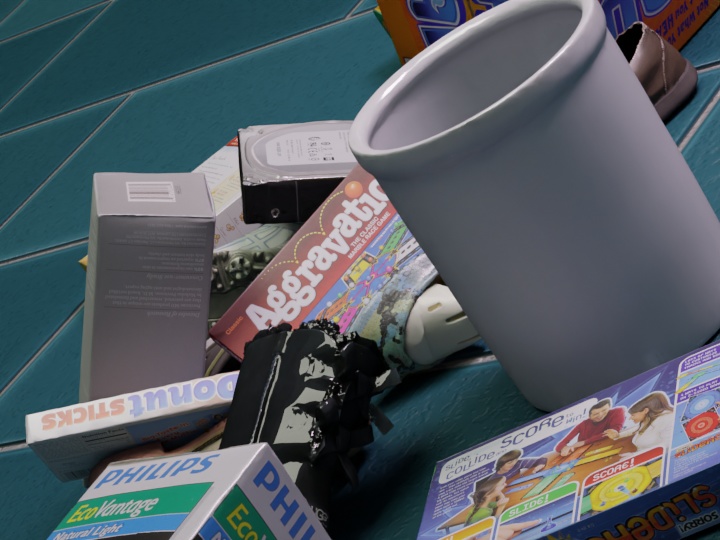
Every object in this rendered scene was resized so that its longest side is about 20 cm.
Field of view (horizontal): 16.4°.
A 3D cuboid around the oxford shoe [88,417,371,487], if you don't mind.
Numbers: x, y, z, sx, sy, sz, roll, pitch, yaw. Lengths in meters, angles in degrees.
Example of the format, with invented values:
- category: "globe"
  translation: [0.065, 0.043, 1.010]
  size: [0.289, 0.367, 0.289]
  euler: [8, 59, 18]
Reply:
- category: "oxford shoe"
  translation: [-0.081, 0.141, 1.610]
  size: [0.199, 0.071, 0.074]
  euler: [-21, 54, 21]

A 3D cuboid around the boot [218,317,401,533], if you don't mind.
- category: "boot"
  translation: [-0.075, 0.115, 1.538]
  size: [0.198, 0.073, 0.163]
  euler: [-7, 57, 38]

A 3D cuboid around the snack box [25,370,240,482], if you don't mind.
- category: "snack box"
  translation: [-0.113, 0.098, 1.631]
  size: [0.199, 0.072, 0.024]
  euler: [-12, 61, 8]

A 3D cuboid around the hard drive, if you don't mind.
- category: "hard drive"
  translation: [0.010, -0.076, 1.839]
  size: [0.199, 0.038, 0.140]
  euler: [-2, 20, -3]

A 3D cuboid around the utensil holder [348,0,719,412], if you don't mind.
- category: "utensil holder"
  translation: [0.116, -0.041, 1.490]
  size: [0.170, 0.200, 0.170]
  euler: [-30, 20, 12]

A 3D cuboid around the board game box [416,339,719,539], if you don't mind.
- category: "board game box"
  translation: [0.123, 0.115, 1.358]
  size: [0.200, 0.035, 0.135]
  euler: [-25, 21, 23]

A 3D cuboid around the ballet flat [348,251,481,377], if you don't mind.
- category: "ballet flat"
  translation: [0.073, 0.010, 1.645]
  size: [0.200, 0.074, 0.074]
  euler: [-44, 22, -17]

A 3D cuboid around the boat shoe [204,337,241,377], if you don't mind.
- category: "boat shoe"
  translation: [-0.031, 0.035, 1.739]
  size: [0.202, 0.072, 0.060]
  euler: [-37, 18, 10]

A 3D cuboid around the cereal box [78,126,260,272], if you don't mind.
- category: "cereal box"
  translation: [-0.134, -0.046, 2.129]
  size: [0.200, 0.040, 0.144]
  euler: [-39, 20, -14]

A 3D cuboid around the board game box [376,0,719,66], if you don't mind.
- category: "board game box"
  translation: [0.138, -0.259, 1.888]
  size: [0.199, 0.200, 0.200]
  euler: [12, 47, 41]

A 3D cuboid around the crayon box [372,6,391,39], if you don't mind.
- category: "crayon box"
  translation: [0.095, -0.220, 2.145]
  size: [0.119, 0.058, 0.200]
  euler: [-35, 20, -3]

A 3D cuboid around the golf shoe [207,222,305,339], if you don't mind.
- category: "golf shoe"
  translation: [-0.064, -0.003, 1.887]
  size: [0.199, 0.079, 0.097]
  euler: [-20, 16, 10]

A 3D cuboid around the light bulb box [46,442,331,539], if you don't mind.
- category: "light bulb box"
  translation: [-0.084, 0.222, 1.199]
  size: [0.125, 0.199, 0.200]
  euler: [-11, 31, 44]

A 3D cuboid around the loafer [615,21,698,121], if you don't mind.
- category: "loafer"
  translation: [0.153, -0.104, 1.766]
  size: [0.200, 0.071, 0.073]
  euler: [-45, 22, -27]

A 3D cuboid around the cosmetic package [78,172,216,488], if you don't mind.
- category: "cosmetic package"
  translation: [-0.148, 0.042, 1.712]
  size: [0.090, 0.201, 0.107]
  euler: [0, 20, -8]

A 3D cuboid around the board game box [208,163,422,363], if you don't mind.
- category: "board game box"
  translation: [0.000, 0.000, 1.696]
  size: [0.200, 0.103, 0.019]
  euler: [-49, -22, -11]
